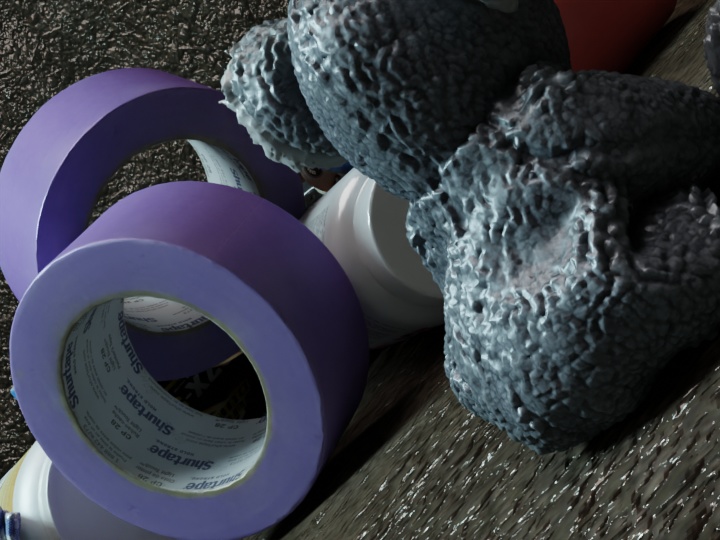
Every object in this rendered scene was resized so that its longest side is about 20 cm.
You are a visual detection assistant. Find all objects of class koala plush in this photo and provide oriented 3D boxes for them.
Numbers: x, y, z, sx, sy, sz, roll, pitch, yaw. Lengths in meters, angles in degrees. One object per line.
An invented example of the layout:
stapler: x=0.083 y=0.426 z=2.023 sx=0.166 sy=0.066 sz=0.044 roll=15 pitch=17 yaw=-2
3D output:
koala plush: x=0.050 y=-0.056 z=0.565 sx=0.184 sy=0.200 sz=0.177 roll=-51 pitch=7 yaw=-39

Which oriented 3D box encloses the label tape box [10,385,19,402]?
label tape box: x=-0.171 y=0.030 z=1.203 sx=0.144 sy=0.063 sz=0.200 roll=-27 pitch=22 yaw=49

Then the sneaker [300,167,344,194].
sneaker: x=0.000 y=-0.090 z=1.098 sx=0.088 sy=0.074 sz=0.200 roll=-33 pitch=-6 yaw=-10

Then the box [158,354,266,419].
box: x=-0.148 y=0.120 z=1.321 sx=0.200 sy=0.049 sz=0.160 roll=-48 pitch=-32 yaw=-6

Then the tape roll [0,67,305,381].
tape roll: x=-0.142 y=-0.033 z=1.037 sx=0.200 sy=0.200 sz=0.085 roll=-48 pitch=35 yaw=-13

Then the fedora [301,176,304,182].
fedora: x=-0.053 y=0.003 z=1.394 sx=0.201 sy=0.200 sz=0.082 roll=-47 pitch=46 yaw=9

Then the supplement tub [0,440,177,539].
supplement tub: x=-0.194 y=0.182 z=1.122 sx=0.145 sy=0.144 sz=0.200 roll=-50 pitch=5 yaw=-30

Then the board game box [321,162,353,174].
board game box: x=0.063 y=-0.098 z=0.969 sx=0.198 sy=0.039 sz=0.158 roll=-5 pitch=-8 yaw=6

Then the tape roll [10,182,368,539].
tape roll: x=-0.101 y=0.055 z=0.908 sx=0.200 sy=0.200 sz=0.085 roll=-44 pitch=5 yaw=32

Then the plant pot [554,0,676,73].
plant pot: x=0.111 y=-0.178 z=1.146 sx=0.178 sy=0.200 sz=0.200 roll=-57 pitch=7 yaw=-9

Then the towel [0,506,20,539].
towel: x=-0.253 y=0.259 z=1.020 sx=0.147 sy=0.024 sz=0.202 roll=158 pitch=116 yaw=-69

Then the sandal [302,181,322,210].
sandal: x=-0.066 y=-0.038 z=1.293 sx=0.199 sy=0.075 sz=0.045 roll=-29 pitch=38 yaw=27

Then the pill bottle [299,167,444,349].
pill bottle: x=0.024 y=-0.015 z=0.966 sx=0.114 sy=0.113 sz=0.200 roll=-49 pitch=5 yaw=-16

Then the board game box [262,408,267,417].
board game box: x=-0.028 y=0.070 z=1.266 sx=0.096 sy=0.030 sz=0.200 roll=-45 pitch=8 yaw=18

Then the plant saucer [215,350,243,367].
plant saucer: x=-0.048 y=-0.002 z=1.169 sx=0.200 sy=0.032 sz=0.200 roll=-38 pitch=8 yaw=6
